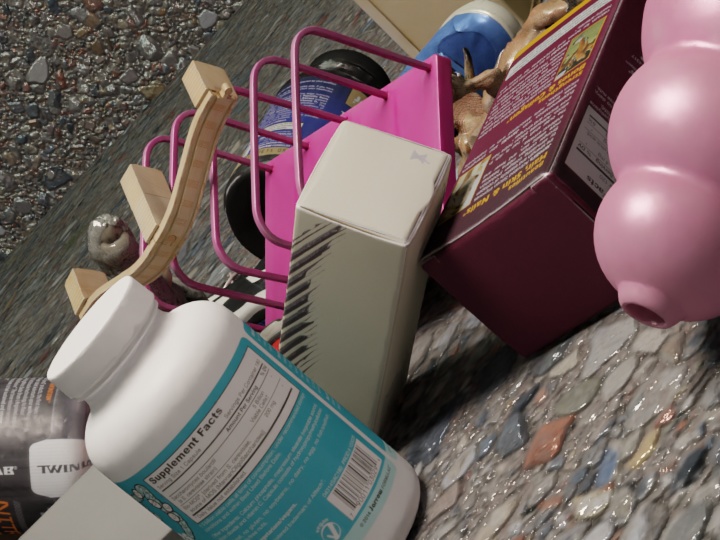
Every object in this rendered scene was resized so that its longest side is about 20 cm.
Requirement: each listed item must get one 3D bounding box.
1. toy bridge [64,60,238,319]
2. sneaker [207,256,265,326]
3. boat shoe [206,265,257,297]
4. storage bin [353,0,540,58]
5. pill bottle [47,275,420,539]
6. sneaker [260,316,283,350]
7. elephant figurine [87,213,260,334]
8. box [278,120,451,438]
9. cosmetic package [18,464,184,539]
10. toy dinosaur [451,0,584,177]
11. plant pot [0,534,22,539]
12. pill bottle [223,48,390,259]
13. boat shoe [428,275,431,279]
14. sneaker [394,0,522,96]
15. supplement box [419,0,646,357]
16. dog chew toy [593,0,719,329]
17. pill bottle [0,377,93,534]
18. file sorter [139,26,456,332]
[{"bbox_3d":[-0.131,-0.041,1.113,0.201,0.027,0.067,-56,42,28],"label":"toy bridge"},{"bbox_3d":[-0.081,0.028,1.400,0.199,0.073,0.112,-21,28,46],"label":"sneaker"},{"bbox_3d":[-0.130,0.043,1.515,0.200,0.057,0.067,-41,17,31],"label":"boat shoe"},{"bbox_3d":[0.058,-0.282,1.485,0.094,0.200,0.199,-39,17,28],"label":"storage bin"},{"bbox_3d":[-0.071,0.093,0.934,0.111,0.200,0.111,-45,15,15],"label":"pill bottle"},{"bbox_3d":[-0.057,0.103,1.168,0.200,0.077,0.085,-43,36,27],"label":"sneaker"},{"bbox_3d":[-0.153,0.051,1.279,0.155,0.200,0.142,-45,15,16],"label":"elephant figurine"},{"bbox_3d":[-0.003,0.018,1.000,0.201,0.068,0.082,99,-167,-46],"label":"box"},{"bbox_3d":[-0.122,0.161,1.092,0.200,0.090,0.107,-45,39,22],"label":"cosmetic package"},{"bbox_3d":[0.121,-0.143,1.198,0.200,0.086,0.136,-42,9,9],"label":"toy dinosaur"},{"bbox_3d":[-0.284,0.233,1.288,0.200,0.199,0.176,-33,38,47],"label":"plant pot"},{"bbox_3d":[-0.037,-0.103,1.495,0.112,0.112,0.201,-37,20,39],"label":"pill bottle"},{"bbox_3d":[0.000,0.000,1.221,0.199,0.075,0.075,-4,63,61],"label":"boat shoe"},{"bbox_3d":[0.050,-0.125,1.355,0.111,0.077,0.200,-53,9,-36],"label":"sneaker"},{"bbox_3d":[0.124,-0.064,0.975,0.110,0.086,0.201,-35,20,44],"label":"supplement box"},{"bbox_3d":[0.171,-0.066,0.794,0.201,0.124,0.124,-63,18,-16],"label":"dog chew toy"},{"bbox_3d":[-0.237,0.126,1.178,0.198,0.107,0.106,-2,23,3],"label":"pill bottle"},{"bbox_3d":[-0.047,-0.054,1.132,0.199,0.125,0.140,-27,57,47],"label":"file sorter"}]
